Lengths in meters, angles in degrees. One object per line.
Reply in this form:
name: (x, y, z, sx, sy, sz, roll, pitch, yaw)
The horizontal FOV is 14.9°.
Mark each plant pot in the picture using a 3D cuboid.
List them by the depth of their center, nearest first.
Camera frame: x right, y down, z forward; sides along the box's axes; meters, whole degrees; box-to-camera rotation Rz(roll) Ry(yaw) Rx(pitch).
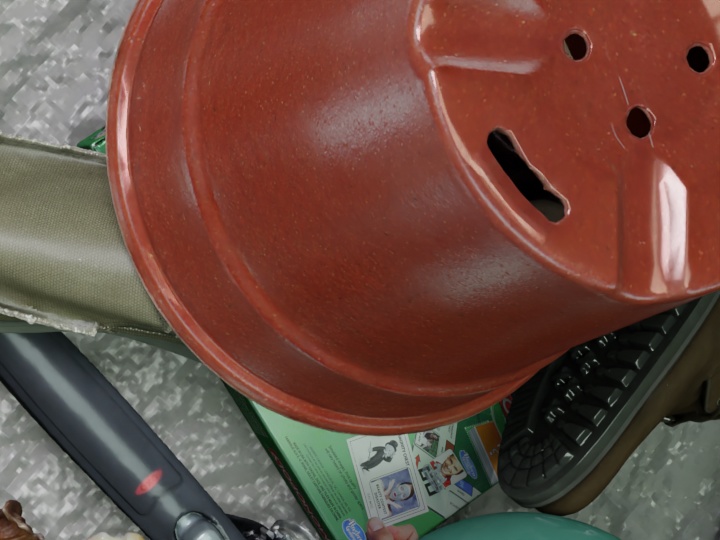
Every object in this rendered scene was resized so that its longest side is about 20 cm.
plant pot: (0.044, -0.052, 0.886, 0.200, 0.195, 0.201, 3, 82, -25)

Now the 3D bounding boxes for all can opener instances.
can opener: (-0.082, 0.080, 1.017, 0.079, 0.063, 0.200, -41, 106, -19)

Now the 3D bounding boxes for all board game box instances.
board game box: (0.000, 0.000, 1.057, 0.134, 0.029, 0.200, -34, 104, -14)

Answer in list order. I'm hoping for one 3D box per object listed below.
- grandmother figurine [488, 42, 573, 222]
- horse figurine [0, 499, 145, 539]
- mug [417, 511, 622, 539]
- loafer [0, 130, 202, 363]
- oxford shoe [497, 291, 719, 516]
grandmother figurine: (0.087, -0.063, 1.045, 0.121, 0.061, 0.200, 25, 72, -12)
horse figurine: (-0.128, 0.171, 1.008, 0.132, 0.050, 0.201, -12, 110, 6)
mug: (0.042, 0.165, 1.001, 0.185, 0.114, 0.153, 2, 105, 23)
loafer: (-0.087, -0.012, 0.968, 0.199, 0.070, 0.075, 11, 74, -22)
oxford shoe: (0.127, 0.034, 1.057, 0.200, 0.073, 0.085, -46, 114, -31)
